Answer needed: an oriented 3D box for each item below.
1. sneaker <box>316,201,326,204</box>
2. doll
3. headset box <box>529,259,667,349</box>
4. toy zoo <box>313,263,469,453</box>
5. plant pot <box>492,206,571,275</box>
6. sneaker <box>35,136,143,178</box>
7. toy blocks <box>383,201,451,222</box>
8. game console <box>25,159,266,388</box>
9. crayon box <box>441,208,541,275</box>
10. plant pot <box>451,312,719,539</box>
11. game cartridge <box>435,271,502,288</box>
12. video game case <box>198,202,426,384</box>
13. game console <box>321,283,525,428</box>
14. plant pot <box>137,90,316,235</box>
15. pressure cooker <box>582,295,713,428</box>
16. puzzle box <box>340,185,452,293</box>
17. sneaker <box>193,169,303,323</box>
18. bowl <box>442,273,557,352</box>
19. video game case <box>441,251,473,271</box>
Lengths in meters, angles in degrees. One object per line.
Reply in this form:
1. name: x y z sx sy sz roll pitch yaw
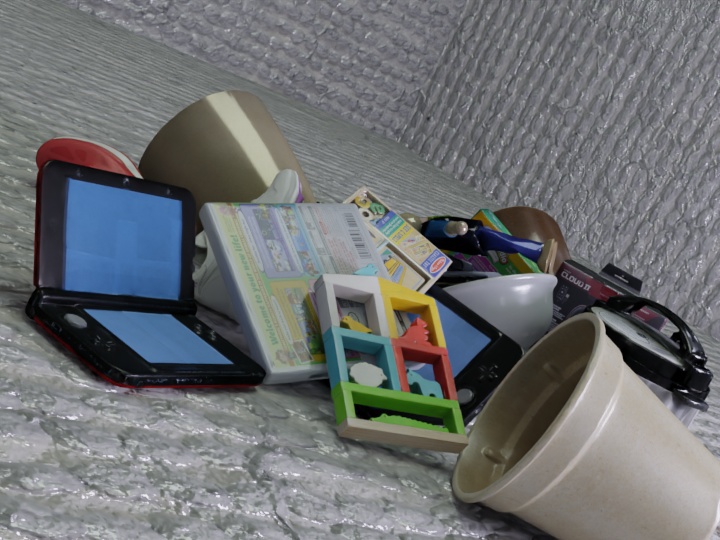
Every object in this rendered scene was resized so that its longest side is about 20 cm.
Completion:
1. sneaker: -0.052 -0.033 1.493 0.090 0.078 0.200 31 -10 -28
2. doll: 0.134 -0.039 1.439 0.200 0.049 0.136 13 -2 16
3. headset box: 0.289 0.089 1.514 0.148 0.200 0.075 30 11 15
4. toy zoo: 0.025 0.074 1.126 0.131 0.020 0.200 13 47 -28
5. plant pot: 0.261 0.032 1.843 0.187 0.187 0.200 22 27 -28
6. sneaker: -0.277 -0.084 1.280 0.200 0.078 0.116 27 10 5
7. toy blocks: 0.009 -0.042 1.626 0.200 0.100 0.137 -2 5 25
8. game console: -0.170 0.008 1.002 0.172 0.119 0.200 33 13 29
9. crayon box: 0.190 0.028 1.619 0.200 0.119 0.058 51 16 10
10. plant pot: 0.214 0.171 1.052 0.183 0.201 0.200 37 10 -7
11. game cartridge: 0.073 0.028 1.501 0.133 0.041 0.200 -19 -14 42
12. video game case: -0.047 0.016 1.163 0.182 0.022 0.200 -2 55 -35
13. game console: 0.037 0.073 1.226 0.200 0.176 0.116 38 -13 40
14. plant pot: -0.130 -0.076 1.393 0.200 0.187 0.187 48 19 25
15. pressure cooker: 0.299 0.129 1.356 0.176 0.200 0.179 30 12 11
16. puzzle box: 0.000 0.000 1.244 0.133 0.025 0.200 41 42 4
17. sneaker: -0.121 -0.041 1.251 0.099 0.075 0.200 19 52 4
18. bowl: 0.148 0.072 1.442 0.201 0.091 0.201 -10 -12 -2
19. video game case: 0.047 0.001 1.467 0.143 0.019 0.200 -9 -7 18
